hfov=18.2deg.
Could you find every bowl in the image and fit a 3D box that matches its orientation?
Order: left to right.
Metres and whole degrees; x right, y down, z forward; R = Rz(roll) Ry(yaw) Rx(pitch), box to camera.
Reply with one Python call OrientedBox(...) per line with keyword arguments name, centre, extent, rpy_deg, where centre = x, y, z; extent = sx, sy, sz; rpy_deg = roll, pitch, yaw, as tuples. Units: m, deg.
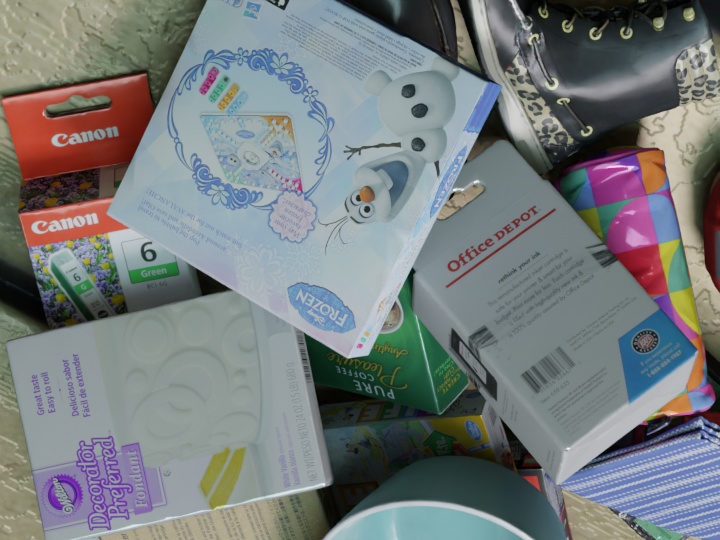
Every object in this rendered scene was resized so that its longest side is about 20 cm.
OrientedBox(name="bowl", centre=(0.068, 0.210, 1.589), extent=(0.199, 0.105, 0.202), rpy_deg=(8, 125, 11))

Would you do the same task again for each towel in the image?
OrientedBox(name="towel", centre=(0.251, 0.154, 1.628), extent=(0.199, 0.024, 0.144), rpy_deg=(23, 146, -39))

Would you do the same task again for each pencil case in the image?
OrientedBox(name="pencil case", centre=(0.189, 0.014, 1.559), extent=(0.088, 0.088, 0.201), rpy_deg=(-11, 90, 2))

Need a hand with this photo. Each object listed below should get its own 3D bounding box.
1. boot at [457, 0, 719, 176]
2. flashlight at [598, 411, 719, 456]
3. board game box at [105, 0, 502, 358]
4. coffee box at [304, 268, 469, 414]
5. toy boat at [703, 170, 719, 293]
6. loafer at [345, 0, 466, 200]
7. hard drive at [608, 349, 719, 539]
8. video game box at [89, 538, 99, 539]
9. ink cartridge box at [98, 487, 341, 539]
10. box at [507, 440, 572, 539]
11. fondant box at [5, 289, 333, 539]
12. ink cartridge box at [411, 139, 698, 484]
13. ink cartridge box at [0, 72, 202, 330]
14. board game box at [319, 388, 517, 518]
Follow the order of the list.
OrientedBox(name="boot", centre=(0.149, -0.168, 1.498), extent=(0.153, 0.074, 0.204), rpy_deg=(-20, 127, 4))
OrientedBox(name="flashlight", centre=(0.258, 0.118, 1.639), extent=(0.198, 0.068, 0.068), rpy_deg=(5, 125, -7))
OrientedBox(name="board game box", centre=(-0.039, -0.078, 1.465), extent=(0.199, 0.043, 0.200), rpy_deg=(30, 100, 17))
OrientedBox(name="coffee box", centre=(0.000, 0.000, 1.567), extent=(0.122, 0.044, 0.201), rpy_deg=(10, 129, 37))
OrientedBox(name="toy boat", centre=(0.345, -0.018, 1.570), extent=(0.198, 0.131, 0.131), rpy_deg=(-8, 122, 0))
OrientedBox(name="loafer", centre=(0.036, -0.136, 1.506), extent=(0.072, 0.072, 0.201), rpy_deg=(-17, 121, 5))
OrientedBox(name="hard drive", centre=(0.215, 0.112, 1.692), extent=(0.140, 0.038, 0.200), rpy_deg=(-42, 115, 19))
OrientedBox(name="video game box", centre=(-0.133, 0.126, 1.666), extent=(0.199, 0.047, 0.183), rpy_deg=(-10, 124, 1))
OrientedBox(name="ink cartridge box", centre=(-0.095, 0.204, 1.647), extent=(0.164, 0.075, 0.201), rpy_deg=(-15, 122, 5))
OrientedBox(name="box", centre=(0.095, 0.220, 1.722), extent=(0.136, 0.040, 0.201), rpy_deg=(-4, 123, 19))
OrientedBox(name="fondant box", centre=(-0.130, 0.098, 1.542), extent=(0.199, 0.058, 0.145), rpy_deg=(-13, 86, 5))
OrientedBox(name="ink cartridge box", centre=(0.114, 0.025, 1.488), extent=(0.116, 0.200, 0.067), rpy_deg=(-34, 159, -14))
OrientedBox(name="ink cartridge box", centre=(-0.178, -0.031, 1.563), extent=(0.108, 0.050, 0.201), rpy_deg=(-10, 122, 1))
OrientedBox(name="board game box", centre=(0.057, 0.183, 1.661), extent=(0.134, 0.034, 0.201), rpy_deg=(-7, 121, 21))
